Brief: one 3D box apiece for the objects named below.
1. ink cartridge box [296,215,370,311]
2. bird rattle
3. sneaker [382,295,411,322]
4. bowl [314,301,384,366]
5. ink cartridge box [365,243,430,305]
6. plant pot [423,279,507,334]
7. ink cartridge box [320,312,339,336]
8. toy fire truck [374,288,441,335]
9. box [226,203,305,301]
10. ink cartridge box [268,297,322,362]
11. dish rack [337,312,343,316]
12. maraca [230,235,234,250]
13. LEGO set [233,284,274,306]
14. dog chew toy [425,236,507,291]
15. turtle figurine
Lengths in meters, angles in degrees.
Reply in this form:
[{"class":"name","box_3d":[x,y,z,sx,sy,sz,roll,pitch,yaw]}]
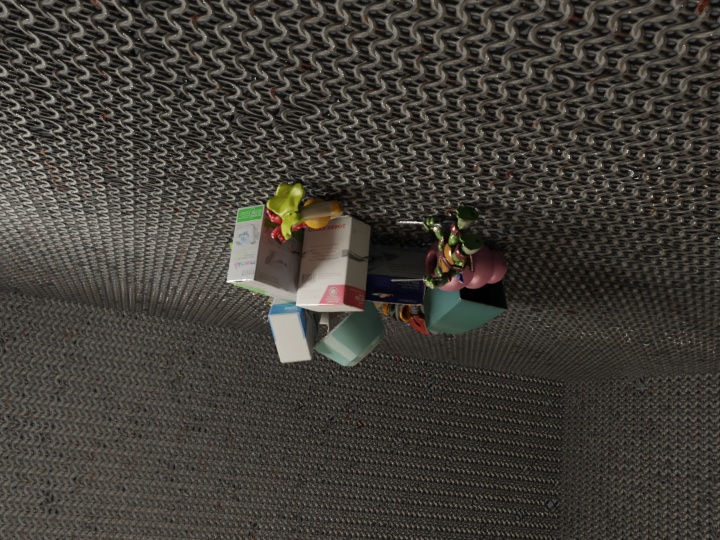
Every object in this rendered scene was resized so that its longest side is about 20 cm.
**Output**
[{"class":"ink cartridge box","box_3d":[-0.060,-0.012,1.553,0.145,0.203,0.082,-3,166,37]},{"class":"bird rattle","box_3d":[-0.114,-0.108,1.422,0.161,0.114,0.200,-9,170,-3]},{"class":"sneaker","box_3d":[0.119,0.048,1.798,0.077,0.202,0.078,34,-139,29]},{"class":"bowl","box_3d":[-0.015,0.170,1.752,0.105,0.200,0.201,48,164,2]},{"class":"ink cartridge box","box_3d":[0.063,0.004,1.632,0.197,0.201,0.041,4,123,8]},{"class":"plant pot","box_3d":[0.250,0.075,1.734,0.140,0.143,0.200,12,143,-23]},{"class":"ink cartridge box","box_3d":[-0.101,0.081,1.902,0.066,0.203,0.116,4,-174,13]},{"class":"toy fire truck","box_3d":[0.140,0.096,1.922,0.198,0.129,0.178,1,123,41]},{"class":"box","box_3d":[-0.194,-0.035,1.579,0.096,0.179,0.199,-4,164,37]},{"class":"ink cartridge box","box_3d":[-0.162,0.113,1.736,0.083,0.201,0.147,-7,120,10]},{"class":"dish rack","box_3d":[0.026,0.046,1.861,0.199,0.044,0.171,-29,173,-40]},{"class":"maraca","box_3d":[-0.264,-0.035,1.731,0.198,0.139,0.106,7,-165,41]},{"class":"LEGO set","box_3d":[-0.306,0.056,2.131,0.152,0.117,0.199,-1,164,31]},{"class":"dog chew toy","box_3d":[0.252,-0.012,1.583,0.198,0.126,0.124,4,169,-22]},{"class":"turtle figurine","box_3d":[0.159,-0.045,1.410,0.199,0.145,0.194,34,145,-1]}]
